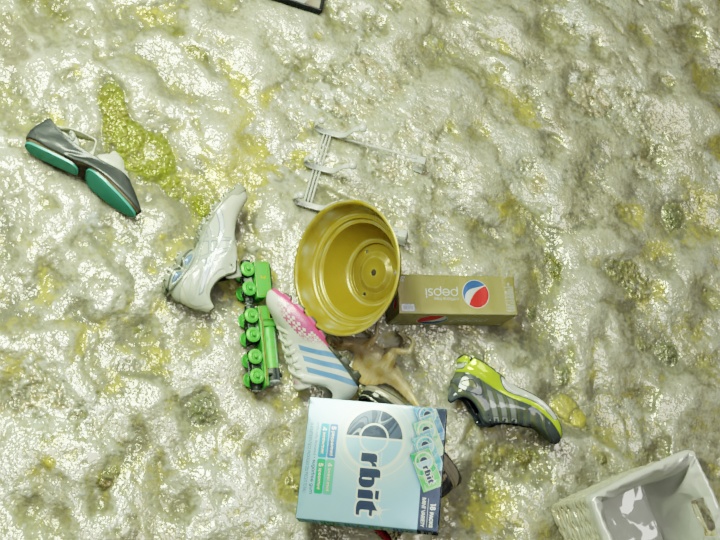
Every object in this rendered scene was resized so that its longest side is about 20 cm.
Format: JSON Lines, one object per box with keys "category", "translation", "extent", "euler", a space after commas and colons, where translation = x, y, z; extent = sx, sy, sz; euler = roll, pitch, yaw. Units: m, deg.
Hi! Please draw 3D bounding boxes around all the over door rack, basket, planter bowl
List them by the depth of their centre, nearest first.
{"category": "basket", "translation": [0.420, 0.400, 1.575], "extent": [0.198, 0.161, 0.200], "euler": [-18, 79, -22]}
{"category": "planter bowl", "translation": [0.000, 0.000, 1.591], "extent": [0.083, 0.199, 0.203], "euler": [10, 65, -52]}
{"category": "over door rack", "translation": [0.006, -0.147, 1.672], "extent": [0.198, 0.067, 0.149], "euler": [20, 69, -10]}

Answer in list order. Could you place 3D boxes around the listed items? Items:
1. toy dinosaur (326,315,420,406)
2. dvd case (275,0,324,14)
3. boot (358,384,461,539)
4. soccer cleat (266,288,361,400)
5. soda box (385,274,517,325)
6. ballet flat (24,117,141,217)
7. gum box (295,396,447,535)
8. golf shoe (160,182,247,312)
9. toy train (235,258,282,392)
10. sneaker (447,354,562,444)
{"category": "toy dinosaur", "translation": [0.038, 0.137, 1.608], "extent": [0.199, 0.058, 0.101], "euler": [38, 81, 6]}
{"category": "dvd case", "translation": [-0.115, -0.539, 1.786], "extent": [0.141, 0.018, 0.202], "euler": [14, 69, -12]}
{"category": "boot", "translation": [0.037, 0.283, 1.545], "extent": [0.150, 0.073, 0.200], "euler": [-42, 94, -24]}
{"category": "soccer cleat", "translation": [-0.084, 0.120, 1.547], "extent": [0.086, 0.070, 0.200], "euler": [-42, 99, -11]}
{"category": "soda box", "translation": [0.141, 0.047, 1.651], "extent": [0.197, 0.068, 0.065], "euler": [2, 72, -16]}
{"category": "ballet flat", "translation": [-0.394, -0.158, 1.553], "extent": [0.199, 0.073, 0.073], "euler": [33, 67, -3]}
{"category": "gum box", "translation": [0.018, 0.274, 1.486], "extent": [0.197, 0.045, 0.172], "euler": [3, 70, 7]}
{"category": "golf shoe", "translation": [-0.208, -0.030, 1.566], "extent": [0.097, 0.078, 0.201], "euler": [32, 76, -3]}
{"category": "toy train", "translation": [-0.150, 0.080, 1.568], "extent": [0.056, 0.042, 0.203], "euler": [1, 72, -28]}
{"category": "sneaker", "translation": [0.218, 0.215, 1.627], "extent": [0.199, 0.074, 0.081], "euler": [32, 73, 3]}
